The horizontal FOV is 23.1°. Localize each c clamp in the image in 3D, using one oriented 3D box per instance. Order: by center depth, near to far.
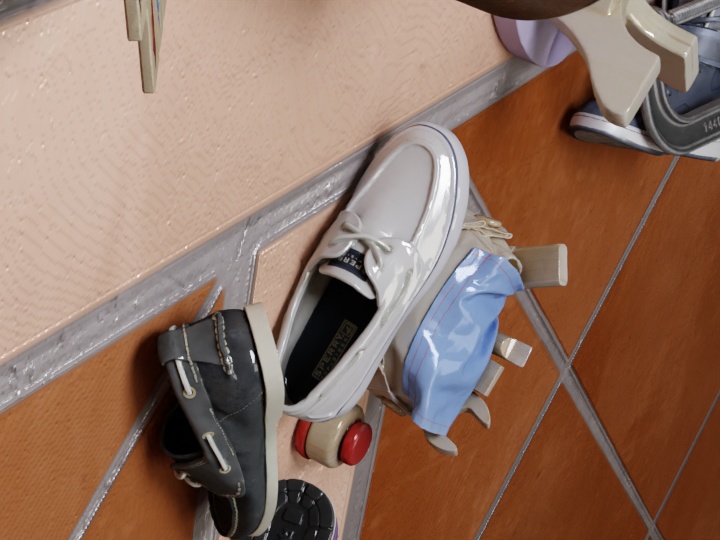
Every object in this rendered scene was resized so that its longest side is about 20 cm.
[{"bbox_3d":[0.275,-0.186,1.387,0.200,0.027,0.171,-31,116,-37],"label":"c clamp"}]

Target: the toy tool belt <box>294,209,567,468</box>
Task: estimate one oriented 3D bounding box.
[{"bbox_3d":[0.048,0.055,1.153,0.201,0.123,0.125,-66,157,2],"label":"toy tool belt"}]

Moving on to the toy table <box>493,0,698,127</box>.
[{"bbox_3d":[0.168,-0.193,1.178,0.184,0.117,0.200,-63,158,-5],"label":"toy table"}]

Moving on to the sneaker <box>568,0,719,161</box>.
[{"bbox_3d":[0.240,-0.166,1.420,0.202,0.077,0.147,-3,106,-54],"label":"sneaker"}]

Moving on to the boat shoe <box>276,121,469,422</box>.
[{"bbox_3d":[0.000,0.000,1.072,0.200,0.072,0.066,-59,162,7],"label":"boat shoe"}]

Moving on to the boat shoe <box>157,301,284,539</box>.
[{"bbox_3d":[-0.083,0.092,1.007,0.067,0.072,0.200,-15,145,-14],"label":"boat shoe"}]

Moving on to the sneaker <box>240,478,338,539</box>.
[{"bbox_3d":[-0.067,0.240,1.157,0.200,0.076,0.088,-59,162,-14],"label":"sneaker"}]

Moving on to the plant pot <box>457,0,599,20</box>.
[{"bbox_3d":[0.026,-0.218,0.805,0.200,0.187,0.188,-1,114,-49],"label":"plant pot"}]

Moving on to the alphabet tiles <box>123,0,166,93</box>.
[{"bbox_3d":[-0.081,-0.168,0.645,0.200,0.006,0.167,-96,-176,-60],"label":"alphabet tiles"}]
